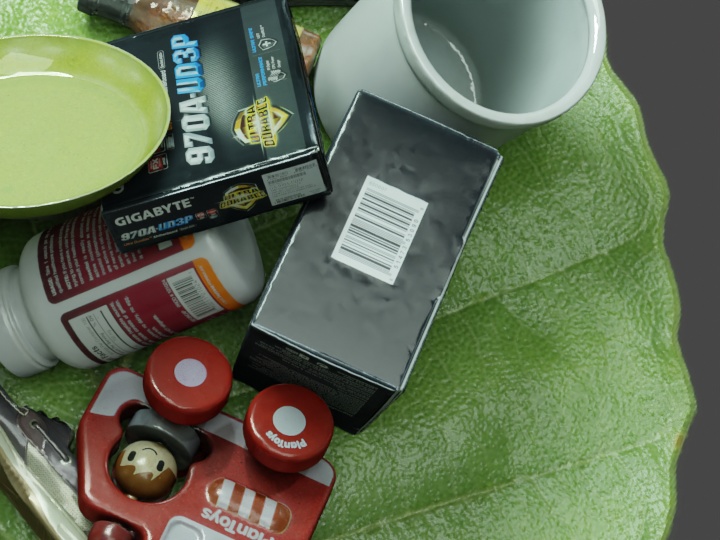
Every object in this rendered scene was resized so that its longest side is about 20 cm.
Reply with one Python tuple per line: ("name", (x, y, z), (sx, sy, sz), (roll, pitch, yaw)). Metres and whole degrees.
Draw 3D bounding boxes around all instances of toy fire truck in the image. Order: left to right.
("toy fire truck", (-0.120, 0.158, 1.235), (0.200, 0.112, 0.168), (24, 52, 0))

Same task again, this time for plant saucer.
("plant saucer", (-0.232, -0.097, 1.166), (0.199, 0.031, 0.200), (1, 41, -1))

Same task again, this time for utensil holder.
("utensil holder", (0.069, -0.169, 1.313), (0.170, 0.200, 0.170), (5, 77, -22))

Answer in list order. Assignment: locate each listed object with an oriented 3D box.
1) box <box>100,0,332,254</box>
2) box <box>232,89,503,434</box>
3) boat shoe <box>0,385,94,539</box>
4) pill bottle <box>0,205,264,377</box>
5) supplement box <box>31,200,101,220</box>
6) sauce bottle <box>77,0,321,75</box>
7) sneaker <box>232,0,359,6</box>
("box", (-0.113, -0.112, 1.224), (0.159, 0.046, 0.200), (-15, 44, 3))
("box", (0.000, 0.000, 1.276), (0.124, 0.197, 0.200), (24, 73, -1))
("boat shoe", (-0.245, 0.142, 1.273), (0.065, 0.072, 0.200), (-33, 79, -27))
("pill bottle", (-0.183, 0.006, 1.268), (0.200, 0.113, 0.113), (-22, 78, 11))
("supplement box", (-0.215, -0.106, 1.337), (0.199, 0.074, 0.126), (3, 74, -7))
("sauce bottle", (-0.133, -0.200, 1.379), (0.200, 0.066, 0.066), (22, 73, -4))
("sneaker", (-0.050, -0.298, 1.403), (0.202, 0.077, 0.147), (-2, 86, -19))
